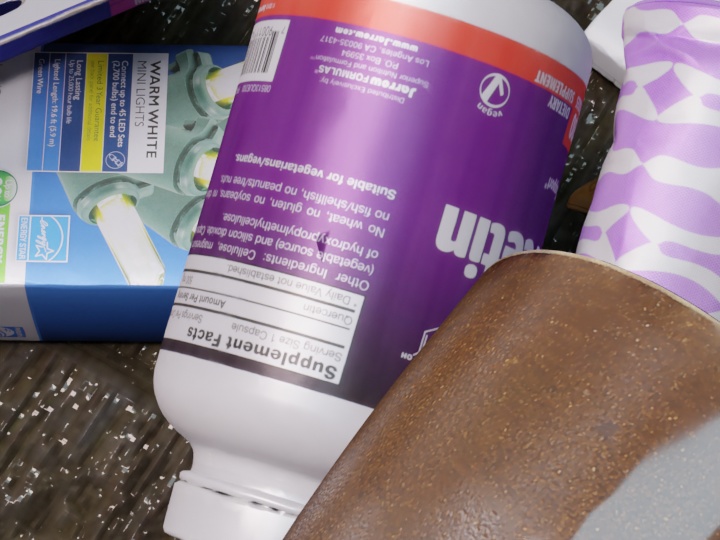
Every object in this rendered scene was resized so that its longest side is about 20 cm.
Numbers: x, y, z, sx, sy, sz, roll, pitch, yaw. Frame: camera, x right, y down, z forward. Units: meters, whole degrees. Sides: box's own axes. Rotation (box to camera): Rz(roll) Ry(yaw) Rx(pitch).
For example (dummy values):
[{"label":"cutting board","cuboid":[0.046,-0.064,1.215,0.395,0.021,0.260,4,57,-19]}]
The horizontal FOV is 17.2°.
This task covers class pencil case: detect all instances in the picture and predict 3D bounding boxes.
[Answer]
[{"label":"pencil case","cuboid":[0.101,0.002,0.812,0.085,0.084,0.200,11,82,42]}]

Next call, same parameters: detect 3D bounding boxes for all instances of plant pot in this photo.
[{"label":"plant pot","cuboid":[0.032,0.129,0.645,0.187,0.187,0.200,41,68,16]}]

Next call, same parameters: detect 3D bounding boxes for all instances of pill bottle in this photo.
[{"label":"pill bottle","cuboid":[0.000,0.000,0.792,0.112,0.112,0.200,15,86,6]}]

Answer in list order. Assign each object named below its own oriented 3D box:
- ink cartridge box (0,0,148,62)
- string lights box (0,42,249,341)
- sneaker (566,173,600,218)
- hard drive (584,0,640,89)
[{"label":"ink cartridge box","cuboid":[-0.165,-0.102,0.889,0.196,0.043,0.200,-24,36,-11]},{"label":"string lights box","cuboid":[-0.047,-0.028,0.900,0.199,0.059,0.103,0,67,-1]},{"label":"sneaker","cuboid":[0.131,0.049,0.876,0.085,0.073,0.200,-23,71,20]},{"label":"hard drive","cuboid":[0.205,-0.073,0.942,0.200,0.026,0.132,39,71,15]}]
